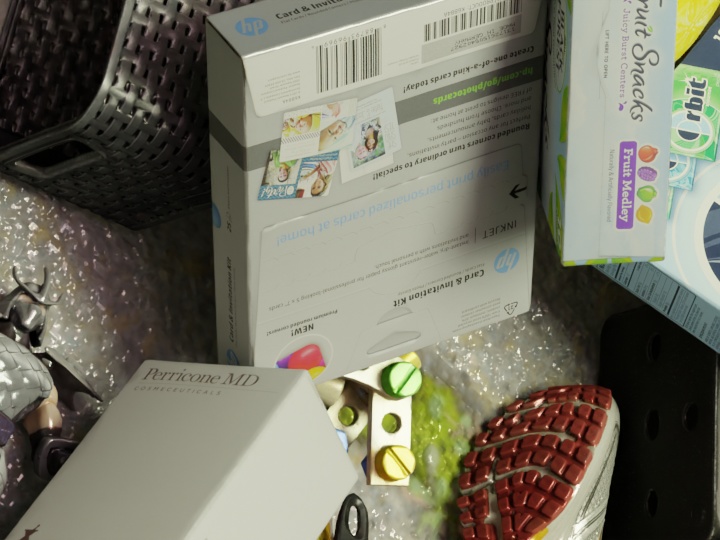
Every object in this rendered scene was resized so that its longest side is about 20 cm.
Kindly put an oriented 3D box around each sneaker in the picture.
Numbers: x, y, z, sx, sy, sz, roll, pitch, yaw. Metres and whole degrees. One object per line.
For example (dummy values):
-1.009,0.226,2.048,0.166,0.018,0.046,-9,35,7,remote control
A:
0.091,0.151,1.413,0.082,0.078,0.201,44,59,-44,sneaker

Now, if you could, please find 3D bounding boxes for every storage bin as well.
-0.096,-0.133,1.281,0.094,0.135,0.201,23,70,-29,storage bin

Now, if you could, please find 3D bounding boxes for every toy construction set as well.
0.000,0.000,1.352,0.131,0.092,0.200,29,62,-12,toy construction set

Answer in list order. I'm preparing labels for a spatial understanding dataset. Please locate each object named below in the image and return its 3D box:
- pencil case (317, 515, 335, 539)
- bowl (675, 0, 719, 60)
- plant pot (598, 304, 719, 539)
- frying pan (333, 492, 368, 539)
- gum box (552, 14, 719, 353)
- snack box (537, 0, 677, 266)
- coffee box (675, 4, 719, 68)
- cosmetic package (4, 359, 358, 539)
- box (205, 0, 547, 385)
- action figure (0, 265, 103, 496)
-0.014,0.190,1.316,0.088,0.088,0.200,-38,107,-32,pencil case
0.083,-0.132,1.391,0.200,0.200,0.108,8,101,-33,bowl
0.235,0.090,1.448,0.177,0.199,0.201,8,78,-21,plant pot
-0.027,0.178,1.218,0.115,0.031,0.190,14,43,-36,frying pan
0.228,-0.027,1.367,0.200,0.045,0.170,35,65,12,gum box
0.110,-0.120,1.225,0.053,0.142,0.201,-2,111,-4,snack box
0.209,-0.117,1.502,0.080,0.114,0.201,-27,99,-38,coffee box
-0.097,0.132,1.193,0.200,0.101,0.071,-54,132,-39,cosmetic package
0.008,-0.045,1.231,0.155,0.041,0.201,-19,132,-21,box
-0.182,0.084,1.231,0.130,0.069,0.200,33,62,-20,action figure
